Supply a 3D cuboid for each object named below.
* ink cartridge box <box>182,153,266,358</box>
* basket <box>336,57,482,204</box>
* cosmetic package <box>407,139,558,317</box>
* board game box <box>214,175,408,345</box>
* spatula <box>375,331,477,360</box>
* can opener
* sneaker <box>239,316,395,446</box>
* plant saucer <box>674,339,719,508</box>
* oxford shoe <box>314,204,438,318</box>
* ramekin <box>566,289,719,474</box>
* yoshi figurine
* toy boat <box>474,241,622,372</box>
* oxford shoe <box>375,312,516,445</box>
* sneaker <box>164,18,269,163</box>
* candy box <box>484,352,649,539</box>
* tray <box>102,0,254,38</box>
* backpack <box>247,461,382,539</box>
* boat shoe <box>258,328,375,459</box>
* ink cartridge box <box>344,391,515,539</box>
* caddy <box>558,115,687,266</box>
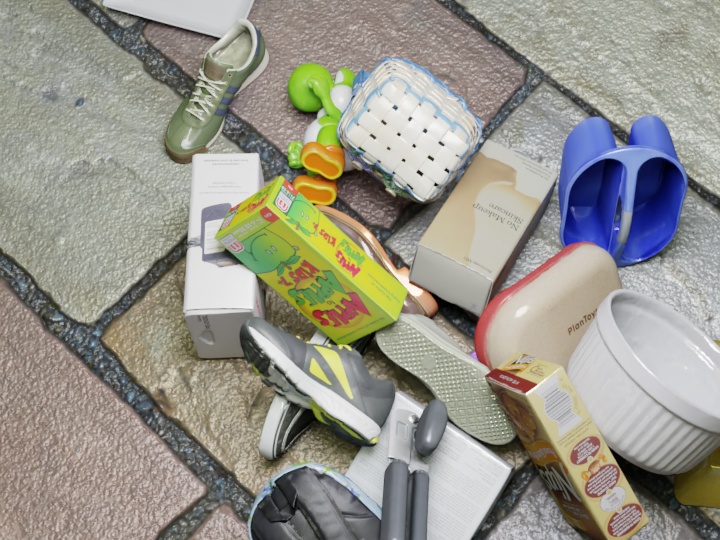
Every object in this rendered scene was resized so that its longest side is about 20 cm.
[{"bbox_3d":[-0.155,-0.015,1.619,0.083,0.145,0.203,0,65,2],"label":"ink cartridge box"},{"bbox_3d":[0.055,-0.169,1.636,0.176,0.200,0.140,38,107,-3],"label":"basket"},{"bbox_3d":[0.147,-0.053,1.628,0.104,0.072,0.201,25,52,11],"label":"cosmetic package"},{"bbox_3d":[-0.053,-0.006,1.523,0.200,0.101,0.048,42,48,-20],"label":"board game box"},{"bbox_3d":[0.085,0.097,1.601,0.198,0.021,0.057,29,90,-1],"label":"spatula"},{"bbox_3d":[0.053,0.218,1.456,0.052,0.067,0.202,25,43,-15],"label":"can opener"},{"bbox_3d":[-0.047,0.110,1.531,0.199,0.074,0.085,40,64,-10],"label":"sneaker"},{"bbox_3d":[0.459,0.170,1.551,0.197,0.049,0.203,6,66,5],"label":"plant saucer"},{"bbox_3d":[0.000,0.000,1.646,0.073,0.071,0.200,-43,70,-10],"label":"oxford shoe"},{"bbox_3d":[0.315,0.126,1.486,0.200,0.199,0.106,46,117,20],"label":"ramekin"},{"bbox_3d":[-0.057,-0.184,1.710,0.111,0.112,0.202,-16,42,24],"label":"yoshi figurine"},{"bbox_3d":[0.205,0.051,1.590,0.199,0.132,0.130,-33,25,-29],"label":"toy boat"},{"bbox_3d":[0.103,0.116,1.558,0.199,0.058,0.075,40,107,5],"label":"oxford shoe"},{"bbox_3d":[-0.189,-0.238,1.753,0.067,0.090,0.201,30,71,15],"label":"sneaker"},{"bbox_3d":[0.219,0.190,1.469,0.055,0.115,0.201,-33,103,-11],"label":"candy box"},{"bbox_3d":[-0.238,-0.371,1.855,0.197,0.022,0.109,16,68,10],"label":"tray"},{"bbox_3d":[-0.033,0.299,1.470,0.163,0.154,0.200,-45,97,2],"label":"backpack"},{"bbox_3d":[-0.049,0.135,1.585,0.063,0.071,0.201,25,67,15],"label":"boat shoe"},{"bbox_3d":[0.055,0.262,1.546,0.162,0.057,0.201,32,91,16],"label":"ink cartridge box"},{"bbox_3d":[0.302,-0.086,1.602,0.139,0.201,0.106,-2,50,0],"label":"caddy"}]
